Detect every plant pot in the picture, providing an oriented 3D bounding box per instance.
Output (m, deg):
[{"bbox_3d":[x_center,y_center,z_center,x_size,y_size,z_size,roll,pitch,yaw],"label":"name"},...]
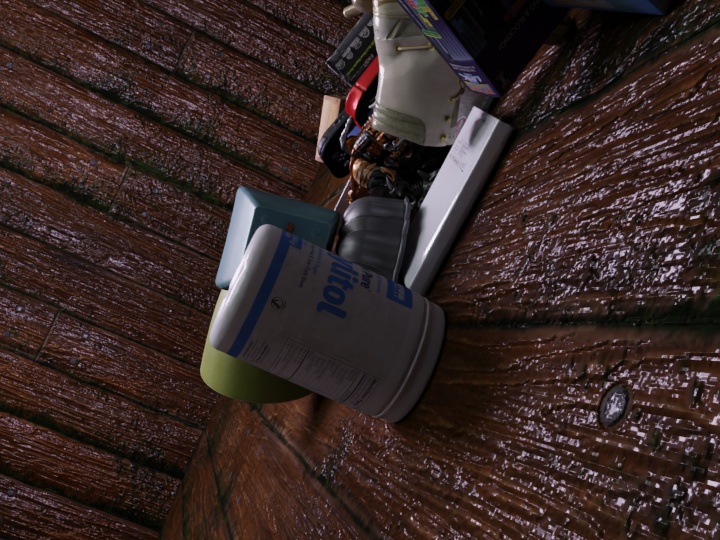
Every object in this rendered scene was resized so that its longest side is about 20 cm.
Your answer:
[{"bbox_3d":[-0.138,0.063,1.100,0.187,0.186,0.201,-95,13,-70],"label":"plant pot"},{"bbox_3d":[-0.100,-0.025,0.924,0.200,0.141,0.142,-160,84,-80],"label":"plant pot"}]

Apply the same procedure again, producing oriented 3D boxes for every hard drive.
[{"bbox_3d":[0.101,-0.082,0.832,0.201,0.027,0.132,-62,11,15],"label":"hard drive"}]

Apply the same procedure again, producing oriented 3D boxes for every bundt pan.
[{"bbox_3d":[0.000,0.000,0.906,0.202,0.075,0.203,-165,90,-86],"label":"bundt pan"}]

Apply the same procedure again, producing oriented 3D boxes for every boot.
[{"bbox_3d":[0.109,-0.207,0.772,0.072,0.199,0.155,-67,-19,-56],"label":"boot"}]

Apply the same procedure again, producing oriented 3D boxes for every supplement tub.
[{"bbox_3d":[-0.033,0.052,0.720,0.132,0.199,0.132,-61,12,23],"label":"supplement tub"}]

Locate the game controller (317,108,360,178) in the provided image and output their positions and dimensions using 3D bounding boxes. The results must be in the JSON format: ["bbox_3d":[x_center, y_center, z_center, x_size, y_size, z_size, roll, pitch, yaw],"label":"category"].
[{"bbox_3d":[0.016,-0.226,1.080,0.200,0.042,0.104,-49,-32,-3],"label":"game controller"}]

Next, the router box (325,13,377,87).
[{"bbox_3d":[0.031,-0.342,1.114,0.150,0.062,0.200,-49,0,13],"label":"router box"}]

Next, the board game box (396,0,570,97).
[{"bbox_3d":[0.122,-0.281,0.630,0.200,0.165,0.057,-53,33,-3],"label":"board game box"}]

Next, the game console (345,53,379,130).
[{"bbox_3d":[0.059,-0.257,1.028,0.177,0.031,0.200,-51,-17,1],"label":"game console"}]

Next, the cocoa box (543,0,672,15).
[{"bbox_3d":[0.145,-0.290,0.524,0.133,0.199,0.132,36,103,55],"label":"cocoa box"}]

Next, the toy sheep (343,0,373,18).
[{"bbox_3d":[0.035,-0.395,0.939,0.138,0.137,0.201,-50,17,55],"label":"toy sheep"}]

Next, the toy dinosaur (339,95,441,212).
[{"bbox_3d":[0.032,-0.139,0.973,0.200,0.135,0.103,114,170,-48],"label":"toy dinosaur"}]

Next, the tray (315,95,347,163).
[{"bbox_3d":[0.011,-0.224,1.180,0.200,0.037,0.099,-14,-61,-53],"label":"tray"}]

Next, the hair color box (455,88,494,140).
[{"bbox_3d":[0.126,-0.240,0.956,0.200,0.060,0.100,-87,20,-65],"label":"hair color box"}]

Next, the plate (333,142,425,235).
[{"bbox_3d":[0.038,-0.142,1.095,0.201,0.032,0.199,-61,-15,24],"label":"plate"}]
